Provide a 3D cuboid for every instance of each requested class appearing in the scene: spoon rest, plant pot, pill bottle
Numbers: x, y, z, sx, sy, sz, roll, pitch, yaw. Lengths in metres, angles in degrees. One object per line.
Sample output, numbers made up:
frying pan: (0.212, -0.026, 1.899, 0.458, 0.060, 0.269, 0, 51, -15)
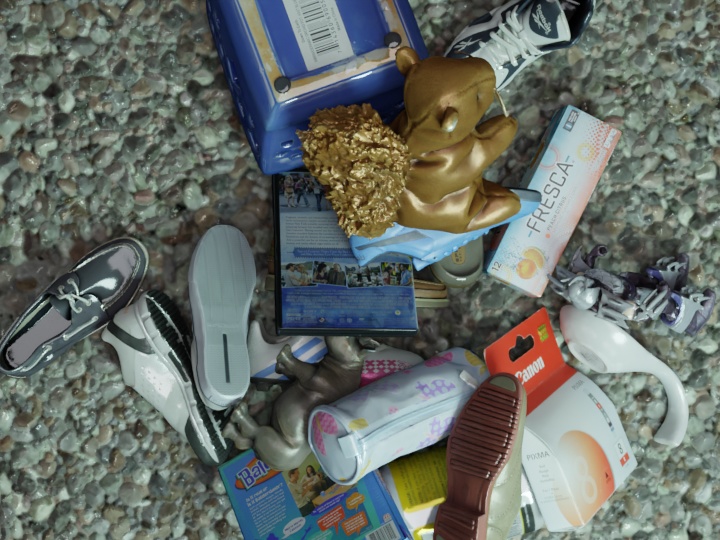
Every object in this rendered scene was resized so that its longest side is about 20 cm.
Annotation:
spoon rest: (0.289, 0.103, 1.288, 0.200, 0.099, 0.061, 47, 73, -19)
plant pot: (-0.041, -0.230, 1.190, 0.200, 0.180, 0.200, -20, 86, -4)
pill bottle: (0.083, 0.247, 1.261, 0.200, 0.114, 0.114, -16, 93, -3)

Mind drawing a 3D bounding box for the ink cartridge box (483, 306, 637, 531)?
ink cartridge box: (0.213, 0.148, 1.247, 0.050, 0.162, 0.200, -15, 96, 36)

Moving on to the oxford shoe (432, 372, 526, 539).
oxford shoe: (0.128, 0.199, 1.179, 0.075, 0.070, 0.200, 15, 94, -46)

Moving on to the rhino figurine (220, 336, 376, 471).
rhino figurine: (-0.050, 0.115, 1.211, 0.087, 0.060, 0.200, 38, 88, 5)

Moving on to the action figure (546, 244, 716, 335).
action figure: (0.281, 0.018, 1.241, 0.200, 0.130, 0.069, 4, 120, -39)

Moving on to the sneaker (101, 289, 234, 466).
sneaker: (-0.202, 0.121, 1.269, 0.080, 0.074, 0.200, -25, 95, 20)

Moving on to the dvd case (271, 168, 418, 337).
dvd case: (-0.019, -0.021, 1.231, 0.142, 0.018, 0.200, 1, 58, -7)

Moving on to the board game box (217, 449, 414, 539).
board game box: (-0.046, 0.243, 1.206, 0.152, 0.200, 0.045, -31, 135, 2)

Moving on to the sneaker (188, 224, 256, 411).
sneaker: (-0.153, 0.051, 1.252, 0.073, 0.071, 0.200, 10, 64, -21)

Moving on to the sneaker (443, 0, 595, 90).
sneaker: (0.167, -0.247, 1.238, 0.199, 0.130, 0.080, -30, 93, -2)

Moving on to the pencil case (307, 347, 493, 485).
pencil case: (0.045, 0.144, 1.191, 0.200, 0.091, 0.083, -19, 106, -34)

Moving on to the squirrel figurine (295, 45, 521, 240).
squirrel figurine: (0.048, -0.115, 1.093, 0.200, 0.187, 0.142, -22, 70, -9)

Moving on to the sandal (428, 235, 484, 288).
sandal: (0.091, -0.082, 1.266, 0.082, 0.055, 0.200, -5, 77, -8)

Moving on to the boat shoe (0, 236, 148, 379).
boat shoe: (-0.304, 0.042, 1.253, 0.200, 0.063, 0.073, -41, 94, -1)

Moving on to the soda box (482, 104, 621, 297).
soda box: (0.202, -0.073, 1.280, 0.068, 0.064, 0.200, 27, 90, -4)

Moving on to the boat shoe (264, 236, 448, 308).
boat shoe: (0.000, 0.000, 1.266, 0.200, 0.072, 0.068, 8, 86, -9)

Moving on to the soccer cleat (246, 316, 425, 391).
soccer cleat: (-0.026, 0.084, 1.269, 0.200, 0.070, 0.086, 0, 93, -3)

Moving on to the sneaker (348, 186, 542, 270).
sneaker: (0.087, -0.044, 1.212, 0.200, 0.066, 0.079, -7, 94, -5)
